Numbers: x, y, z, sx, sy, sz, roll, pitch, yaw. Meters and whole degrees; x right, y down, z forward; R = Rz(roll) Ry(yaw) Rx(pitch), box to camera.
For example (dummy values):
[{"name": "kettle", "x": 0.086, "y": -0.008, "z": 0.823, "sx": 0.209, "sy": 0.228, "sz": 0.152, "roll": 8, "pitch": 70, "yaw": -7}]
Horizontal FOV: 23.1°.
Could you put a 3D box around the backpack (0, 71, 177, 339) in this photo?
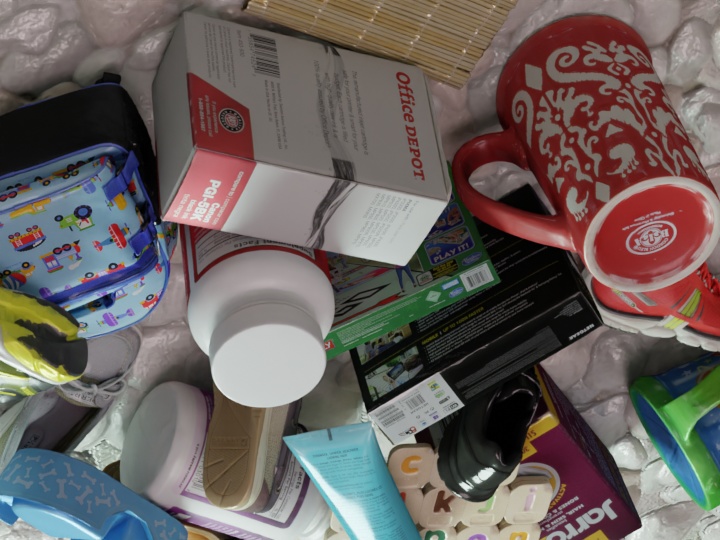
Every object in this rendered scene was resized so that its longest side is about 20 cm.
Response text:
[{"name": "backpack", "x": -0.226, "y": -0.022, "z": 1.330, "sx": 0.181, "sy": 0.135, "sz": 0.201, "roll": -17, "pitch": 133, "yaw": 0}]

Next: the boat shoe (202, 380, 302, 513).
[{"name": "boat shoe", "x": -0.080, "y": 0.104, "z": 1.460, "sx": 0.072, "sy": 0.201, "sz": 0.065, "roll": 0, "pitch": 162, "yaw": 31}]

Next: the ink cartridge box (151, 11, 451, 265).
[{"name": "ink cartridge box", "x": -0.047, "y": -0.096, "z": 1.303, "sx": 0.199, "sy": 0.147, "sz": 0.083, "roll": 11, "pitch": 136, "yaw": -22}]

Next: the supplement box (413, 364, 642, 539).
[{"name": "supplement box", "x": 0.150, "y": 0.182, "z": 1.615, "sx": 0.131, "sy": 0.103, "sz": 0.200, "roll": -33, "pitch": 130, "yaw": 11}]

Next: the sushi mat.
[{"name": "sushi mat", "x": 0.018, "y": -0.202, "z": 1.327, "sx": 0.199, "sy": 0.012, "sz": 0.096, "roll": 16, "pitch": 122, "yaw": -26}]

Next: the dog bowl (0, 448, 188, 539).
[{"name": "dog bowl", "x": -0.222, "y": 0.208, "z": 1.463, "sx": 0.111, "sy": 0.050, "sz": 0.200, "roll": -3, "pitch": 148, "yaw": 40}]

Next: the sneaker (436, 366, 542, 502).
[{"name": "sneaker", "x": 0.119, "y": 0.090, "z": 1.468, "sx": 0.076, "sy": 0.201, "sz": 0.091, "roll": 14, "pitch": 152, "yaw": -21}]

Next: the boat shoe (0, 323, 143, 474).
[{"name": "boat shoe", "x": -0.248, "y": 0.116, "z": 1.477, "sx": 0.074, "sy": 0.065, "sz": 0.202, "roll": 29, "pitch": 116, "yaw": -32}]

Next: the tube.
[{"name": "tube", "x": 0.008, "y": 0.200, "z": 1.476, "sx": 0.077, "sy": 0.051, "sz": 0.201, "roll": -15, "pitch": 129, "yaw": 14}]

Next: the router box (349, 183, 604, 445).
[{"name": "router box", "x": 0.085, "y": 0.034, "z": 1.447, "sx": 0.199, "sy": 0.150, "sz": 0.051, "roll": -30, "pitch": 129, "yaw": 11}]

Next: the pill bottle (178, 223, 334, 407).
[{"name": "pill bottle", "x": -0.079, "y": 0.003, "z": 1.339, "sx": 0.111, "sy": 0.201, "sz": 0.113, "roll": -5, "pitch": 133, "yaw": -6}]

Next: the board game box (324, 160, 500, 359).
[{"name": "board game box", "x": 0.000, "y": 0.000, "z": 1.406, "sx": 0.199, "sy": 0.135, "sz": 0.029, "roll": -25, "pitch": 131, "yaw": 5}]

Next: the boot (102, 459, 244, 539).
[{"name": "boot", "x": -0.180, "y": 0.254, "z": 1.614, "sx": 0.199, "sy": 0.077, "sz": 0.155, "roll": 18, "pitch": 126, "yaw": -35}]

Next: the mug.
[{"name": "mug", "x": 0.179, "y": -0.072, "z": 1.353, "sx": 0.133, "sy": 0.200, "sz": 0.178, "roll": 31, "pitch": 115, "yaw": -34}]

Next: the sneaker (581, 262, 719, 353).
[{"name": "sneaker", "x": 0.287, "y": 0.016, "z": 1.539, "sx": 0.199, "sy": 0.077, "sz": 0.085, "roll": 7, "pitch": 119, "yaw": -22}]

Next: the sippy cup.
[{"name": "sippy cup", "x": 0.336, "y": 0.130, "z": 1.614, "sx": 0.130, "sy": 0.178, "sz": 0.140, "roll": -30, "pitch": 102, "yaw": -4}]

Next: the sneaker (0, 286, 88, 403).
[{"name": "sneaker", "x": -0.288, "y": 0.040, "z": 1.230, "sx": 0.084, "sy": 0.075, "sz": 0.200, "roll": -35, "pitch": 126, "yaw": 28}]

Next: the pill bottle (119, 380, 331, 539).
[{"name": "pill bottle", "x": -0.100, "y": 0.176, "z": 1.537, "sx": 0.199, "sy": 0.113, "sz": 0.112, "roll": 23, "pitch": 120, "yaw": -29}]

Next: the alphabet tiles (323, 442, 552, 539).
[{"name": "alphabet tiles", "x": 0.067, "y": 0.223, "z": 1.548, "sx": 0.199, "sy": 0.015, "sz": 0.196, "roll": 0, "pitch": 128, "yaw": -14}]
